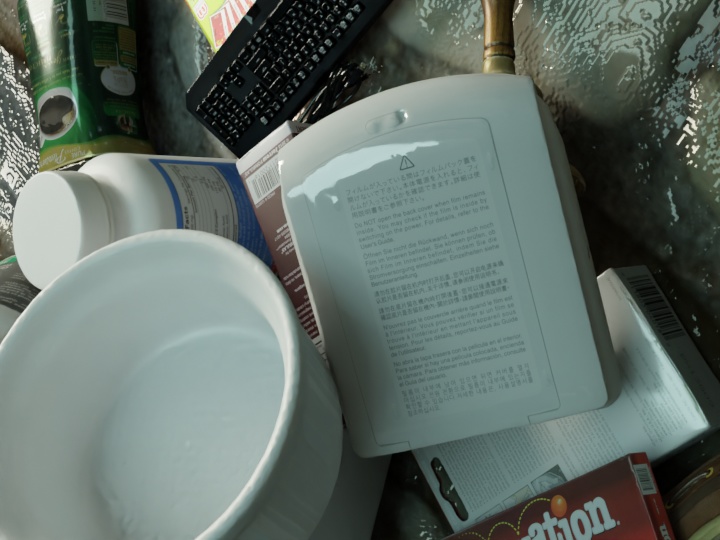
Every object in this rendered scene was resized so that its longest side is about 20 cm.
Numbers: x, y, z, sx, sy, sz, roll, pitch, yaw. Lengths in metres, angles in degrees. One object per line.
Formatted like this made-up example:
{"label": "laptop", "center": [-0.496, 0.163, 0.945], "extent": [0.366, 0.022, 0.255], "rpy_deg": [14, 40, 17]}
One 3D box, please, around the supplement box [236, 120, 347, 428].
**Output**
{"label": "supplement box", "center": [0.000, 0.000, 0.796], "extent": [0.061, 0.108, 0.202], "rpy_deg": [-32, 73, 34]}

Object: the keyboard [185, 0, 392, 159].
{"label": "keyboard", "center": [-0.046, -0.153, 0.841], "extent": [0.104, 0.040, 0.200], "rpy_deg": [39, 123, -9]}

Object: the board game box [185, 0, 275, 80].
{"label": "board game box", "center": [-0.050, -0.248, 0.866], "extent": [0.200, 0.047, 0.102], "rpy_deg": [-45, 65, 32]}

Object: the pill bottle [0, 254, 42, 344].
{"label": "pill bottle", "center": [-0.252, 0.065, 0.807], "extent": [0.111, 0.200, 0.115], "rpy_deg": [0, 105, 1]}

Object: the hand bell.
{"label": "hand bell", "center": [0.089, -0.147, 0.745], "extent": [0.103, 0.104, 0.203], "rpy_deg": [-11, 73, 39]}

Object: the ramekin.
{"label": "ramekin", "center": [-0.105, 0.088, 0.635], "extent": [0.198, 0.098, 0.203], "rpy_deg": [-11, 58, 19]}

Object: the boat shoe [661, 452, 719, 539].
{"label": "boat shoe", "center": [0.180, 0.177, 0.690], "extent": [0.200, 0.071, 0.068], "rpy_deg": [-51, 28, 38]}

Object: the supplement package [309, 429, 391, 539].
{"label": "supplement package", "center": [-0.101, 0.154, 0.790], "extent": [0.146, 0.191, 0.202], "rpy_deg": [-5, 59, 40]}

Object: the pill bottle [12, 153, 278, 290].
{"label": "pill bottle", "center": [-0.155, -0.031, 0.864], "extent": [0.111, 0.199, 0.114], "rpy_deg": [2, 93, 39]}

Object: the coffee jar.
{"label": "coffee jar", "center": [-0.236, -0.148, 1.000], "extent": [0.103, 0.085, 0.203], "rpy_deg": [-12, 83, 36]}

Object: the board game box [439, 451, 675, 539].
{"label": "board game box", "center": [0.109, 0.192, 0.692], "extent": [0.200, 0.019, 0.104], "rpy_deg": [-38, 59, 42]}

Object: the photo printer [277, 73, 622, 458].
{"label": "photo printer", "center": [0.047, -0.006, 0.657], "extent": [0.164, 0.069, 0.202], "rpy_deg": [-14, 101, 13]}

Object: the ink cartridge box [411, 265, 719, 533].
{"label": "ink cartridge box", "center": [0.126, 0.097, 0.735], "extent": [0.200, 0.050, 0.110], "rpy_deg": [-42, 67, 34]}
